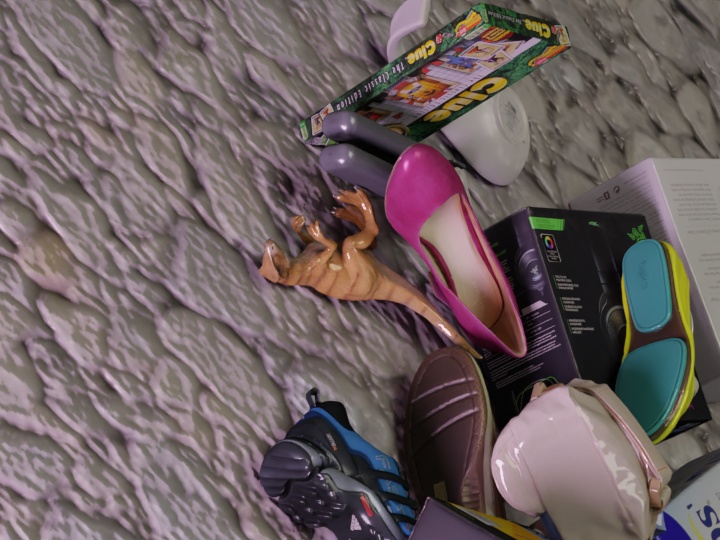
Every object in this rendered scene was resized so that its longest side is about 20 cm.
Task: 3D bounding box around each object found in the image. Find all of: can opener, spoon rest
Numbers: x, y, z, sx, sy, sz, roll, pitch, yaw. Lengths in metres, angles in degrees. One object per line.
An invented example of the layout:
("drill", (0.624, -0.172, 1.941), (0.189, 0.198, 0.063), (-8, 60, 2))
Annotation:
("can opener", (0.026, -0.073, 1.770), (0.200, 0.066, 0.053), (24, 64, -56))
("spoon rest", (0.082, -0.151, 1.923), (0.200, 0.060, 0.100), (49, 39, -37))

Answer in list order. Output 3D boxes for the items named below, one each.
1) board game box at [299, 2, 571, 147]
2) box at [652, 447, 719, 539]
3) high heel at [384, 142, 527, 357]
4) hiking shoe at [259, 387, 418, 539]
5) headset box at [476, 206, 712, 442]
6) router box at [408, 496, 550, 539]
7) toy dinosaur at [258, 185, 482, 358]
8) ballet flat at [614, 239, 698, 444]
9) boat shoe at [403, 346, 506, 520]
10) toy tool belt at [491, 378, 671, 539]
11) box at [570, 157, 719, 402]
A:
("board game box", (0.057, -0.143, 1.760), (0.104, 0.200, 0.024), (4, 63, -47))
("box", (0.292, 0.256, 1.839), (0.200, 0.105, 0.185), (-29, 89, -45))
("high heel", (0.078, -0.012, 1.733), (0.067, 0.201, 0.096), (-36, 52, -18))
("hiking shoe", (0.020, 0.177, 1.619), (0.200, 0.074, 0.087), (51, 44, -13))
("headset box", (0.178, 0.046, 1.869), (0.174, 0.093, 0.201), (3, 65, -48))
("router box", (0.145, 0.226, 1.542), (0.149, 0.199, 0.051), (23, 93, -56))
("toy dinosaur", (0.000, 0.000, 1.737), (0.199, 0.060, 0.107), (16, 68, -31))
("ballet flat", (0.240, 0.066, 1.802), (0.067, 0.067, 0.201), (46, 36, -40))
("boat shoe", (0.079, 0.160, 1.718), (0.076, 0.071, 0.201), (27, 56, -54))
("toy tool belt", (0.179, 0.177, 1.710), (0.201, 0.124, 0.123), (60, 9, 0))
("box", (0.286, 0.011, 2.010), (0.124, 0.097, 0.201), (-2, 68, -49))
